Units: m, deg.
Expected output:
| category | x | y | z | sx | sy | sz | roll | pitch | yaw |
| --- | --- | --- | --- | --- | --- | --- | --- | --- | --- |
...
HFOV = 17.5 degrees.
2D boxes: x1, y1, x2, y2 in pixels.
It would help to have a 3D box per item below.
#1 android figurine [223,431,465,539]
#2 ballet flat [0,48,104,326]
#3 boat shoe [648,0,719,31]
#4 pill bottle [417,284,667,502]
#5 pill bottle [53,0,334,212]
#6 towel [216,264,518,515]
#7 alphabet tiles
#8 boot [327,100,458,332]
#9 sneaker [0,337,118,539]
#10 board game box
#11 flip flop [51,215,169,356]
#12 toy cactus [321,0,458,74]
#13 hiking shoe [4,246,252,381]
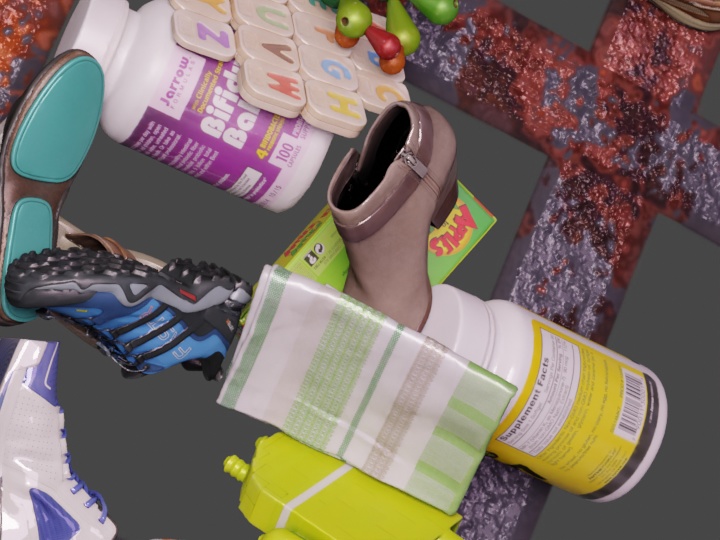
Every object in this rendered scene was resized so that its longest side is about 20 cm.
| category | x | y | z | sx | sy | sz | roll | pitch | yaw |
| --- | --- | --- | --- | --- | --- | --- | --- | --- | --- |
| android figurine | -0.008 | 0.181 | 1.713 | 0.199 | 0.182 | 0.041 | 30 | 118 | 17 |
| ballet flat | -0.238 | -0.062 | 1.647 | 0.068 | 0.068 | 0.202 | 17 | 90 | -43 |
| boat shoe | 0.230 | -0.253 | 1.861 | 0.199 | 0.074 | 0.076 | 18 | 81 | -17 |
| pill bottle | 0.123 | 0.090 | 1.763 | 0.199 | 0.114 | 0.115 | 26 | 78 | -28 |
| pill bottle | -0.122 | -0.130 | 1.711 | 0.199 | 0.112 | 0.113 | 23 | 79 | -16 |
| towel | 0.000 | 0.089 | 1.688 | 0.199 | 0.150 | 0.031 | 27 | 45 | 4 |
| alphabet tiles | -0.052 | -0.177 | 1.717 | 0.194 | 0.015 | 0.201 | 18 | 38 | -24 |
| boot | 0.010 | -0.024 | 1.676 | 0.070 | 0.146 | 0.201 | 19 | 80 | 23 |
| sneaker | -0.227 | 0.150 | 1.682 | 0.114 | 0.080 | 0.201 | 13 | 89 | -21 |
| board game box | 0.000 | 0.000 | 1.779 | 0.102 | 0.048 | 0.200 | 45 | 75 | -12 |
| flip flop | -0.201 | 0.001 | 1.704 | 0.199 | 0.058 | 0.081 | 33 | 77 | -14 |
| toy cactus | 0.000 | -0.233 | 1.747 | 0.164 | 0.103 | 0.200 | 27 | 42 | 6 |
| hiking shoe | -0.162 | 0.036 | 1.644 | 0.199 | 0.074 | 0.087 | 7 | 101 | -38 |
